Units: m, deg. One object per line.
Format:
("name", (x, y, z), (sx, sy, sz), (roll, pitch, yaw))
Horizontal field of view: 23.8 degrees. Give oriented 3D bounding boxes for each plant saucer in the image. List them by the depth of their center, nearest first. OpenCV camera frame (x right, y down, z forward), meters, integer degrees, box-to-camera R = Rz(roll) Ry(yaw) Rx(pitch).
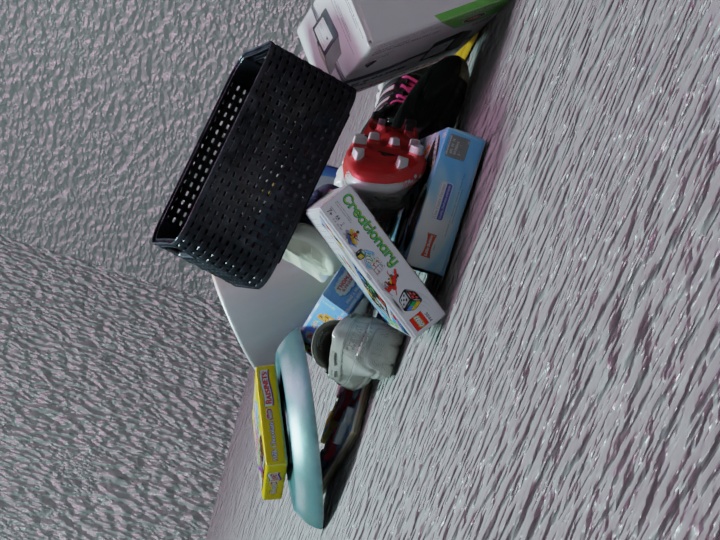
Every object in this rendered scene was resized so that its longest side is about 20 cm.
("plant saucer", (-0.063, 0.159, 1.705), (0.200, 0.027, 0.202), (173, 90, -84))

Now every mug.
("mug", (-0.076, 0.003, 1.864), (0.149, 0.152, 0.188), (-93, -22, -80))

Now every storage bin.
("storage bin", (-0.097, -0.093, 1.544), (0.201, 0.093, 0.135), (-65, 17, -6))

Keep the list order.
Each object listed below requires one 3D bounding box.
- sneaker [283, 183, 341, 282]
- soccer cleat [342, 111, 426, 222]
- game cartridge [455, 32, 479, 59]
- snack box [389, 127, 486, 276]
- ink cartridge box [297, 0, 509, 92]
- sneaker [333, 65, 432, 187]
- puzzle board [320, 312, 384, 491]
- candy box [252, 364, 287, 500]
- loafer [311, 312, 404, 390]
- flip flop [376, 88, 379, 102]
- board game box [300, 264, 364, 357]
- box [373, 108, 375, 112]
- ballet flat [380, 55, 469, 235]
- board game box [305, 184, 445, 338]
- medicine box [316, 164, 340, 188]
("sneaker", (-0.037, -0.045, 1.625), (0.085, 0.075, 0.200), (-59, 3, -5))
("soccer cleat", (0.018, -0.077, 1.440), (0.200, 0.068, 0.086), (-80, 0, -74))
("game cartridge", (0.129, -0.324, 1.675), (0.176, 0.032, 0.202), (118, 166, -64))
("snack box", (0.060, -0.058, 1.466), (0.200, 0.037, 0.117), (-168, 96, -85))
("ink cartridge box", (0.036, -0.235, 1.554), (0.200, 0.144, 0.085), (144, 104, -75))
("sneaker", (0.045, -0.149, 1.702), (0.201, 0.073, 0.087), (-60, 12, -16))
("puzzle board", (-0.014, 0.134, 1.748), (0.200, 0.017, 0.152), (118, 168, -61))
("candy box", (-0.095, 0.171, 1.771), (0.200, 0.026, 0.103), (104, 161, -72))
("loafer", (-0.011, 0.070, 1.588), (0.200, 0.069, 0.070), (141, 150, -76))
("flip flop", (0.038, -0.179, 1.822), (0.200, 0.057, 0.081), (-53, -1, -23))
("board game box", (0.000, 0.000, 1.706), (0.152, 0.036, 0.200), (-55, 0, -19))
("box", (0.064, -0.248, 1.984), (0.158, 0.048, 0.202), (-163, 91, -86))
("ballet flat", (0.057, -0.109, 1.611), (0.066, 0.057, 0.201), (12, 78, 53))
("board game box", (0.008, -0.009, 1.405), (0.035, 0.127, 0.200), (-37, 5, -3))
("medicine box", (-0.041, -0.012, 2.039), (0.182, 0.102, 0.202), (154, 132, -83))
